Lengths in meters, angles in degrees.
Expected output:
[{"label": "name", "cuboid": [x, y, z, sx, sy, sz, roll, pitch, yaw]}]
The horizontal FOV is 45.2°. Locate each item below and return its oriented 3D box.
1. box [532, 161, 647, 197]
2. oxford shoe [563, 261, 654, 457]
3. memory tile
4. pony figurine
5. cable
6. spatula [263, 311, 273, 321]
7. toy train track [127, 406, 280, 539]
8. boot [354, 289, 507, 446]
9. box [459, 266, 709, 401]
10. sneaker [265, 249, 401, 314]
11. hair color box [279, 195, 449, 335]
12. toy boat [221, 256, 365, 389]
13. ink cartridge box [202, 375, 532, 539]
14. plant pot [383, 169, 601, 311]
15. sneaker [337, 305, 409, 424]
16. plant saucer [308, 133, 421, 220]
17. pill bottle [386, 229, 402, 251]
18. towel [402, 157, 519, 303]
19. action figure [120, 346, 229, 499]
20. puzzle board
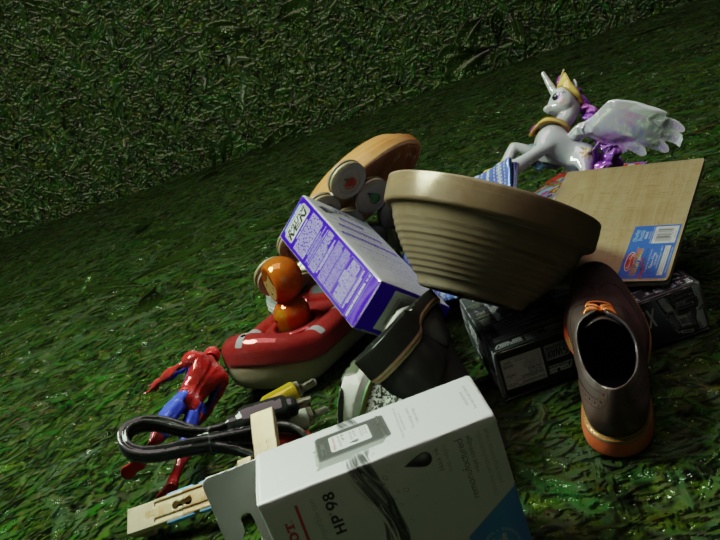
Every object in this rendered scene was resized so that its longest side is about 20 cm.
[{"label": "box", "cuboid": [0.286, -0.090, 1.172, 0.136, 0.040, 0.199, 1, 27, 48]}, {"label": "oxford shoe", "cuboid": [0.201, 0.048, 0.696, 0.070, 0.073, 0.201, -9, 37, 11]}, {"label": "memory tile", "cuboid": [-0.032, -0.035, 1.085, 0.201, 0.153, 0.017, -51, 47, 9]}, {"label": "pony figurine", "cuboid": [0.265, -0.138, 1.040, 0.201, 0.191, 0.167, -54, -14, -22]}, {"label": "cable", "cuboid": [-0.120, 0.160, 0.800, 0.197, 0.051, 0.098, -15, 51, -9]}, {"label": "spatula", "cuboid": [-0.069, 0.021, 1.141, 0.200, 0.057, 0.021, -45, -3, -7]}, {"label": "toy train track", "cuboid": [-0.110, 0.192, 0.745, 0.197, 0.033, 0.116, -22, 52, 13]}, {"label": "boot", "cuboid": [0.070, 0.098, 0.738, 0.077, 0.139, 0.200, -44, -3, 18]}, {"label": "box", "cuboid": [0.206, 0.041, 0.840, 0.197, 0.050, 0.158, -20, 17, 0]}, {"label": "sneaker", "cuboid": [-0.038, 0.003, 1.182, 0.197, 0.078, 0.075, -19, 15, -5]}, {"label": "hair color box", "cuboid": [0.000, 0.000, 0.973, 0.065, 0.108, 0.200, -57, 40, 15]}, {"label": "toy boat", "cuboid": [-0.081, 0.048, 0.999, 0.129, 0.133, 0.200, -7, 21, 35]}, {"label": "ink cartridge box", "cuboid": [0.004, 0.165, 0.573, 0.197, 0.117, 0.067, -21, 18, -2]}, {"label": "plant pot", "cuboid": [0.110, -0.020, 0.790, 0.197, 0.094, 0.201, 15, -1, 0]}, {"label": "sneaker", "cuboid": [0.051, 0.103, 0.832, 0.087, 0.078, 0.200, 18, 31, 18]}, {"label": "plant saucer", "cuboid": [-0.004, -0.112, 1.153, 0.199, 0.038, 0.200, -40, -12, -10]}, {"label": "pill bottle", "cuboid": [0.113, -0.062, 1.149, 0.113, 0.115, 0.199, -26, 19, -23]}, {"label": "towel", "cuboid": [0.106, -0.034, 0.995, 0.024, 0.147, 0.199, 19, -22, -26]}, {"label": "action figure", "cuboid": [-0.195, 0.156, 0.895, 0.099, 0.065, 0.201, -41, 17, 33]}, {"label": "puzzle board", "cuboid": [0.254, -0.045, 0.870, 0.149, 0.018, 0.201, -2, 38, 34]}]
